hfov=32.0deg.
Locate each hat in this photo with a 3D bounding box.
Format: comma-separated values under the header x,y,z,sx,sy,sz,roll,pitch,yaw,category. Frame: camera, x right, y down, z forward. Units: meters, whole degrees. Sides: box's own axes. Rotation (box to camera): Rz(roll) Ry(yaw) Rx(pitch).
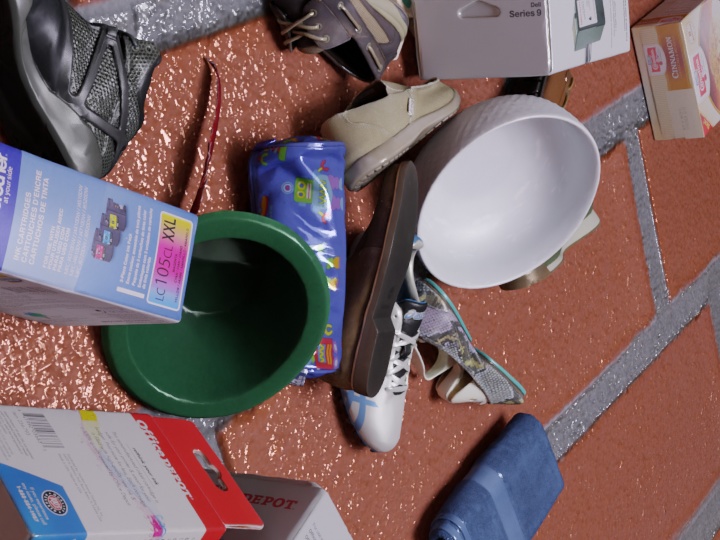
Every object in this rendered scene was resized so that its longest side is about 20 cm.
x,y,z,sx,sy,sz,roll,pitch,yaw,category
-0.116,-0.013,0.983,0.200,0.177,0.165,-44,121,11,hat

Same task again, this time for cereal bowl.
x,y,z,sx,sy,sz,roll,pitch,yaw,category
0.125,-0.084,1.197,0.198,0.084,0.202,-16,133,-18,cereal bowl

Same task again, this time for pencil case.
x,y,z,sx,sy,sz,roll,pitch,yaw,category
-0.055,-0.009,1.019,0.086,0.078,0.203,3,87,-33,pencil case

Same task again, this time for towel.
x,y,z,sx,sy,sz,roll,pitch,yaw,category
0.135,0.241,1.272,0.200,0.048,0.113,-43,121,-42,towel

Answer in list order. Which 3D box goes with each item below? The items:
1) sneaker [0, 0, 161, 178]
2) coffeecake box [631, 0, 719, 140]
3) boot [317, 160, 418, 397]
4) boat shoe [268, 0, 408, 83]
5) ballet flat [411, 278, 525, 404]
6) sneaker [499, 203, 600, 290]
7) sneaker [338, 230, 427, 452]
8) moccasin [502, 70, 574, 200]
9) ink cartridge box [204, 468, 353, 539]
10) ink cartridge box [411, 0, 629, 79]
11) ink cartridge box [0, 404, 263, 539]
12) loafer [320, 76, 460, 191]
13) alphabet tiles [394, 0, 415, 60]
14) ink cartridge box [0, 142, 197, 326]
x,y,z,sx,sy,sz,roll,pitch,yaw,category
-0.204,-0.159,0.841,0.114,0.075,0.201,-51,129,-41,sneaker
0.441,-0.281,1.647,0.200,0.072,0.155,-39,120,-44,coffeecake box
0.000,0.000,1.066,0.074,0.075,0.203,24,80,-69,boot
-0.032,-0.218,1.056,0.199,0.074,0.074,24,75,-44,boat shoe
0.090,0.088,1.219,0.201,0.071,0.073,48,54,-39,ballet flat
0.190,-0.057,1.340,0.200,0.066,0.091,-36,112,-49,sneaker
0.024,0.063,1.120,0.071,0.072,0.203,1,90,-52,sneaker
0.181,-0.149,1.328,0.078,0.073,0.203,45,46,-31,moccasin
-0.110,0.246,0.889,0.201,0.144,0.084,-52,128,-38,ink cartridge box
0.159,-0.240,1.224,0.199,0.144,0.085,-24,112,-53,ink cartridge box
-0.172,0.154,0.828,0.199,0.116,0.068,13,118,-50,ink cartridge box
0.028,-0.138,1.118,0.069,0.075,0.200,52,33,-4,loafer
0.030,-0.310,1.182,0.200,0.014,0.198,43,57,-42,alphabet tiles
-0.218,-0.021,0.768,0.199,0.135,0.078,19,73,-50,ink cartridge box
